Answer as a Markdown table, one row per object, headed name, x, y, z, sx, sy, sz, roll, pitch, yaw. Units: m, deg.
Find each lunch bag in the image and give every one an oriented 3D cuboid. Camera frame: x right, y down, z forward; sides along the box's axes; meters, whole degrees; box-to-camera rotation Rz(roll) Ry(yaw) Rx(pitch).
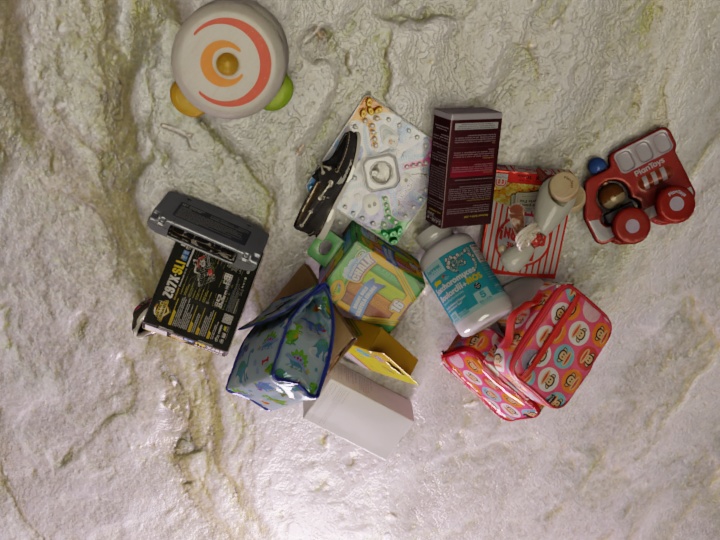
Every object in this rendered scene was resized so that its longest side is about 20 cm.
| name | x | y | z | sx | sy | sz | roll | pitch | yaw |
| --- | --- | --- | --- | --- | --- | --- | --- | --- | --- |
| lunch bag | -0.131 | 0.125 | 1.424 | 0.127 | 0.201 | 0.170 | 33 | 148 | -26 |
| lunch bag | 0.254 | 0.200 | 1.575 | 0.200 | 0.176 | 0.082 | 43 | 68 | -5 |
| lunch bag | 0.332 | 0.122 | 1.448 | 0.176 | 0.082 | 0.201 | 38 | 81 | -21 |

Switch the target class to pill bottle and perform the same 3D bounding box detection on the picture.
| name | x | y | z | sx | sy | sz | roll | pitch | yaw |
| --- | --- | --- | --- | --- | --- | --- | --- | --- | --- |
| pill bottle | 0.338 | 0.121 | 1.562 | 0.116 | 0.117 | 0.201 | -29 | 111 | 10 |
| pill bottle | 0.179 | 0.010 | 1.480 | 0.110 | 0.111 | 0.201 | -34 | 76 | 12 |

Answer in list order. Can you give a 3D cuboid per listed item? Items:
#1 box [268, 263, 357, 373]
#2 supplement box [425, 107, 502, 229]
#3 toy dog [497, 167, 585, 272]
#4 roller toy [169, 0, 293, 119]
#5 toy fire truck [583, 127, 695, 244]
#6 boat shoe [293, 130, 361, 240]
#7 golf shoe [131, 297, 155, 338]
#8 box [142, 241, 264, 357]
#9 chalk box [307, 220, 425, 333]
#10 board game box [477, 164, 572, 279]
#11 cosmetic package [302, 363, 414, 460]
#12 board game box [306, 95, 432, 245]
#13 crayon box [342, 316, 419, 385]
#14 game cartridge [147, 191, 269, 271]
| name | x | y | z | sx | sy | sz | roll | pitch | yaw |
| --- | --- | --- | --- | --- | --- | --- | --- | --- | --- |
| box | -0.104 | 0.112 | 1.508 | 0.021 | 0.200 | 0.164 | 20 | 116 | -48 |
| supplement box | 0.180 | -0.180 | 1.433 | 0.108 | 0.061 | 0.201 | -6 | 111 | -27 |
| toy dog | 0.301 | -0.102 | 1.423 | 0.200 | 0.096 | 0.132 | -40 | 153 | -16 |
| roller toy | -0.211 | -0.344 | 1.330 | 0.198 | 0.140 | 0.184 | -1 | 113 | -1 |
| toy fire truck | 0.490 | -0.143 | 1.473 | 0.199 | 0.112 | 0.169 | -26 | 88 | 8 |
| boat shoe | -0.057 | -0.151 | 1.409 | 0.060 | 0.074 | 0.201 | 18 | 113 | -16 |
| golf shoe | -0.342 | 0.060 | 1.526 | 0.200 | 0.088 | 0.077 | -39 | 108 | 11 |
| box | -0.280 | 0.034 | 1.473 | 0.159 | 0.049 | 0.201 | 19 | 71 | -6 |
| chalk box | 0.000 | 0.000 | 1.493 | 0.199 | 0.124 | 0.125 | 31 | 108 | -14 |
| board game box | 0.299 | -0.089 | 1.508 | 0.150 | 0.046 | 0.201 | 4 | 113 | -4 |
| cosmetic package | -0.004 | 0.278 | 1.636 | 0.199 | 0.081 | 0.113 | 30 | 109 | -15 |
| board game box | 0.037 | -0.173 | 1.461 | 0.199 | 0.026 | 0.200 | 32 | 101 | -14 |
| crayon box | 0.017 | 0.142 | 1.505 | 0.127 | 0.199 | 0.051 | 44 | 69 | -39 |
| game cartridge | -0.263 | -0.072 | 1.446 | 0.199 | 0.133 | 0.042 | 24 | 110 | -6 |
